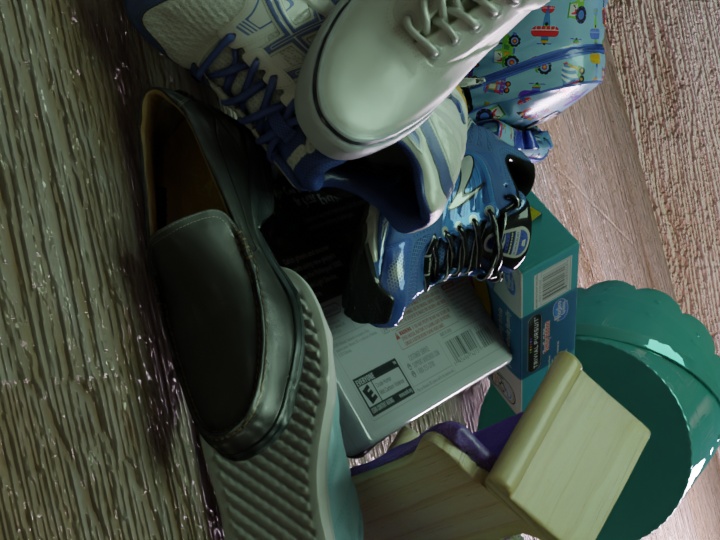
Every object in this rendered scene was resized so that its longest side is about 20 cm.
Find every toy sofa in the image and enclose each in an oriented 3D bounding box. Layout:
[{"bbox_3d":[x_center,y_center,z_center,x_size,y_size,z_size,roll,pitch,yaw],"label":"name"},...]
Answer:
[{"bbox_3d":[0.054,0.105,0.882,0.097,0.200,0.083,40,62,-8],"label":"toy sofa"}]

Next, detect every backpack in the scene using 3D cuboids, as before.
[{"bbox_3d":[0.104,-0.147,1.286,0.182,0.198,0.136,-10,84,-74],"label":"backpack"}]

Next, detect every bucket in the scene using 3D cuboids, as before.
[{"bbox_3d":[0.196,0.119,1.358,0.135,0.205,0.210,-37,111,-65],"label":"bucket"}]

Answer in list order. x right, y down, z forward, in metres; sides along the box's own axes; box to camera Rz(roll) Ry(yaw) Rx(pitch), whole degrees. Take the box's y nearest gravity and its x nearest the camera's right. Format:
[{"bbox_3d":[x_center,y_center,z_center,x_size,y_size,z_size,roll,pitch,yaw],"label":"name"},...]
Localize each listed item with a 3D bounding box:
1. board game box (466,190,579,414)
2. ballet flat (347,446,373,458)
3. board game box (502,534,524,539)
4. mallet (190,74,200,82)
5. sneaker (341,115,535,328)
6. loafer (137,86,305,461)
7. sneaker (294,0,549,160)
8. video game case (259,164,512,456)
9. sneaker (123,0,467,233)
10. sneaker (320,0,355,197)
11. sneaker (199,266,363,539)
[{"bbox_3d":[0.068,-0.023,1.099,0.200,0.047,0.152,51,-20,35],"label":"board game box"},{"bbox_3d":[0.020,0.053,1.051,0.068,0.068,0.201,54,22,-17],"label":"ballet flat"},{"bbox_3d":[0.113,0.248,1.047,0.201,0.032,0.121,58,-28,35],"label":"board game box"},{"bbox_3d":[-0.054,-0.112,1.036,0.067,0.041,0.200,70,21,-3],"label":"mallet"},{"bbox_3d":[0.052,-0.029,0.939,0.200,0.088,0.079,-54,163,-51],"label":"sneaker"},{"bbox_3d":[-0.078,-0.002,0.809,0.072,0.072,0.202,38,29,-48],"label":"loafer"},{"bbox_3d":[0.044,-0.134,0.815,0.073,0.071,0.200,46,64,-9],"label":"sneaker"},{"bbox_3d":[0.000,0.000,0.974,0.183,0.023,0.199,60,30,5],"label":"video game case"},{"bbox_3d":[-0.030,-0.090,0.835,0.198,0.075,0.089,24,49,-18],"label":"sneaker"},{"bbox_3d":[-0.027,-0.135,0.972,0.114,0.076,0.201,-8,61,-56],"label":"sneaker"},{"bbox_3d":[-0.037,0.103,0.848,0.082,0.073,0.203,45,42,-72],"label":"sneaker"}]
